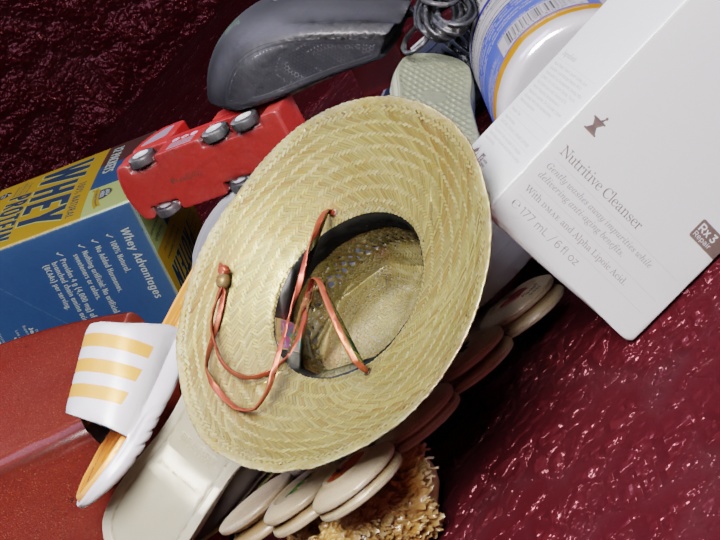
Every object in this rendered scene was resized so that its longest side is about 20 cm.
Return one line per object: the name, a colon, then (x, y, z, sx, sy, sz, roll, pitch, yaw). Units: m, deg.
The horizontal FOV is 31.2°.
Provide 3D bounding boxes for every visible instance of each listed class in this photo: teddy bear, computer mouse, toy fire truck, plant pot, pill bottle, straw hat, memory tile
teddy bear: (-0.028, 0.167, 0.655, 0.201, 0.067, 0.145, -52, 17, -10)
computer mouse: (-0.022, -0.170, 0.866, 0.197, 0.053, 0.139, -20, 29, 13)
toy fire truck: (-0.067, -0.111, 0.926, 0.198, 0.049, 0.142, -16, 26, 28)
plant pot: (-0.190, 0.148, 0.885, 0.175, 0.200, 0.201, -32, 24, 20)
pill bottle: (0.126, -0.129, 0.799, 0.112, 0.112, 0.201, -44, 19, 16)
straw hat: (0.004, 0.018, 0.660, 0.199, 0.085, 0.204, -19, 58, 33)
memory tile: (0.016, 0.076, 0.704, 0.200, 0.017, 0.153, -42, 6, -35)

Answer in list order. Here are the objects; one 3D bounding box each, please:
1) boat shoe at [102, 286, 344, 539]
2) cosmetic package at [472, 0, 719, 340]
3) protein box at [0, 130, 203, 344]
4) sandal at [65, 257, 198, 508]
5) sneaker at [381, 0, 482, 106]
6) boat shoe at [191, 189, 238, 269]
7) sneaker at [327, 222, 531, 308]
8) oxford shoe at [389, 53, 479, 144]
boat shoe: (-0.070, 0.090, 0.750, 0.201, 0.072, 0.059, -52, -12, 8)
cosmetic package: (0.157, -0.080, 0.638, 0.200, 0.112, 0.081, -48, 20, 12)
protein box: (-0.224, 0.028, 1.065, 0.197, 0.200, 0.135, -19, 26, 10)
sandal: (-0.132, 0.040, 0.766, 0.079, 0.059, 0.209, -34, 28, 61)
sneaker: (0.078, -0.165, 0.973, 0.202, 0.077, 0.146, -45, -1, 14)
boat shoe: (-0.083, 0.019, 0.964, 0.070, 0.070, 0.203, -57, -22, -58)
sneaker: (0.000, 0.000, 0.765, 0.199, 0.116, 0.074, -35, 3, 20)
oxford shoe: (0.036, -0.069, 0.778, 0.201, 0.074, 0.058, -74, -6, -58)
